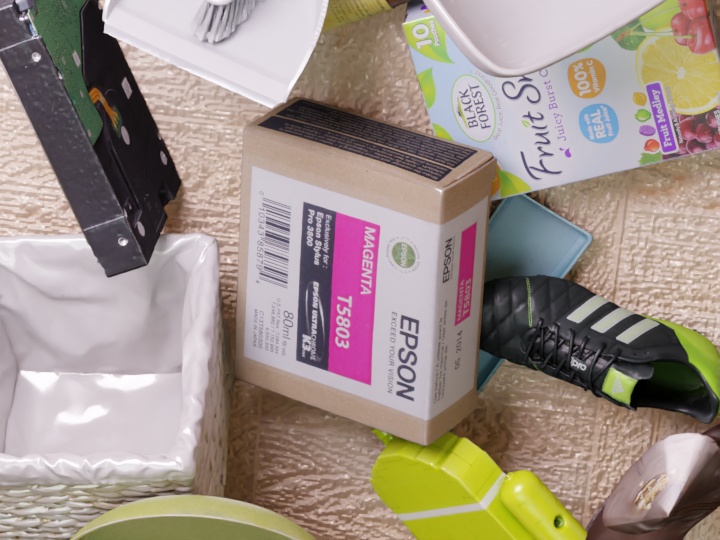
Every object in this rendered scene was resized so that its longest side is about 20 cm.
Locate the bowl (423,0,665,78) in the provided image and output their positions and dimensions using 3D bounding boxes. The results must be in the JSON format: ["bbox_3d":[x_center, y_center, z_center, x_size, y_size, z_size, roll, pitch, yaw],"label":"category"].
[{"bbox_3d":[0.109,-0.232,1.547,0.199,0.075,0.201,-30,86,-10],"label":"bowl"}]

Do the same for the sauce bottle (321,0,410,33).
[{"bbox_3d":[0.008,-0.200,1.626,0.199,0.066,0.066,-15,114,13],"label":"sauce bottle"}]

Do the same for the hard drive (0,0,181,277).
[{"bbox_3d":[-0.185,-0.112,1.650,0.038,0.140,0.201,-17,114,14],"label":"hard drive"}]

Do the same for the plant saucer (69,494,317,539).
[{"bbox_3d":[-0.106,0.200,1.648,0.199,0.031,0.200,3,145,2],"label":"plant saucer"}]

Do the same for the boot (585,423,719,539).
[{"bbox_3d":[0.196,0.169,1.710,0.186,0.200,0.064,-46,78,17],"label":"boot"}]

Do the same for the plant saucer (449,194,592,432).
[{"bbox_3d":[0.084,0.031,1.757,0.070,0.019,0.200,30,114,-9],"label":"plant saucer"}]

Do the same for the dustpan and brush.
[{"bbox_3d":[-0.063,-0.215,1.582,0.139,0.200,0.057,25,149,12],"label":"dustpan and brush"}]

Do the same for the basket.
[{"bbox_3d":[-0.193,0.096,1.701,0.199,0.199,0.161,0,142,4],"label":"basket"}]

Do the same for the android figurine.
[{"bbox_3d":[0.084,0.178,1.762,0.200,0.041,0.182,48,153,-11],"label":"android figurine"}]

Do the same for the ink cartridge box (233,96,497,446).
[{"bbox_3d":[0.000,0.000,1.688,0.164,0.075,0.201,18,120,28],"label":"ink cartridge box"}]

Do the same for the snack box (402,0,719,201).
[{"bbox_3d":[0.143,-0.134,1.650,0.199,0.053,0.143,-12,113,13],"label":"snack box"}]

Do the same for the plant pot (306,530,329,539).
[{"bbox_3d":[-0.067,0.264,1.847,0.200,0.093,0.202,2,116,4],"label":"plant pot"}]

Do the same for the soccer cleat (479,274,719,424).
[{"bbox_3d":[0.163,0.055,1.712,0.199,0.081,0.068,15,119,-10],"label":"soccer cleat"}]
